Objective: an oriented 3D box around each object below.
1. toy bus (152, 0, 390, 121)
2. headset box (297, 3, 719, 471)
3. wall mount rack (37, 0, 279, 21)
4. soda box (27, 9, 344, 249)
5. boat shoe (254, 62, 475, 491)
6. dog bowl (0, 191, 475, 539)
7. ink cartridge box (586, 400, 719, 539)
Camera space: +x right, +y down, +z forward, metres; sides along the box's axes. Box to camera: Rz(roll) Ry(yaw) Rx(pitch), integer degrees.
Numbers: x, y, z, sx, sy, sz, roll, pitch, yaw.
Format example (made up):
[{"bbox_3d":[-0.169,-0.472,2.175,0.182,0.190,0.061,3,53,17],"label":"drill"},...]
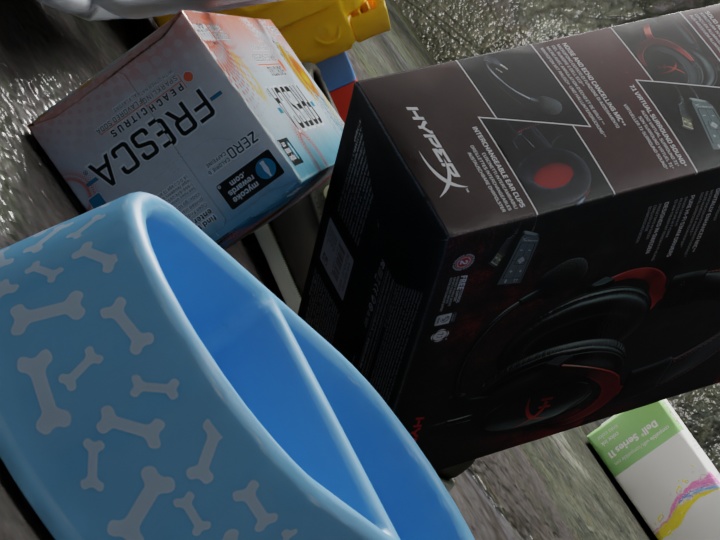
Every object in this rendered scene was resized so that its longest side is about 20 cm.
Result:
[{"bbox_3d":[-0.054,-0.149,0.932,0.200,0.135,0.193,-114,180,-65],"label":"toy bus"},{"bbox_3d":[0.087,-0.013,0.726,0.075,0.199,0.149,60,-29,31],"label":"headset box"},{"bbox_3d":[-0.073,-0.121,0.704,0.173,0.075,0.200,30,9,-2],"label":"wall mount rack"},{"bbox_3d":[-0.051,-0.046,0.705,0.069,0.063,0.200,54,9,-2],"label":"soda box"},{"bbox_3d":[-0.001,-0.001,0.822,0.202,0.060,0.072,59,9,27],"label":"boat shoe"},{"bbox_3d":[-0.026,0.050,0.506,0.200,0.049,0.112,43,14,-53],"label":"dog bowl"},{"bbox_3d":[0.265,0.195,1.565,0.200,0.067,0.117,55,7,11],"label":"ink cartridge box"}]
